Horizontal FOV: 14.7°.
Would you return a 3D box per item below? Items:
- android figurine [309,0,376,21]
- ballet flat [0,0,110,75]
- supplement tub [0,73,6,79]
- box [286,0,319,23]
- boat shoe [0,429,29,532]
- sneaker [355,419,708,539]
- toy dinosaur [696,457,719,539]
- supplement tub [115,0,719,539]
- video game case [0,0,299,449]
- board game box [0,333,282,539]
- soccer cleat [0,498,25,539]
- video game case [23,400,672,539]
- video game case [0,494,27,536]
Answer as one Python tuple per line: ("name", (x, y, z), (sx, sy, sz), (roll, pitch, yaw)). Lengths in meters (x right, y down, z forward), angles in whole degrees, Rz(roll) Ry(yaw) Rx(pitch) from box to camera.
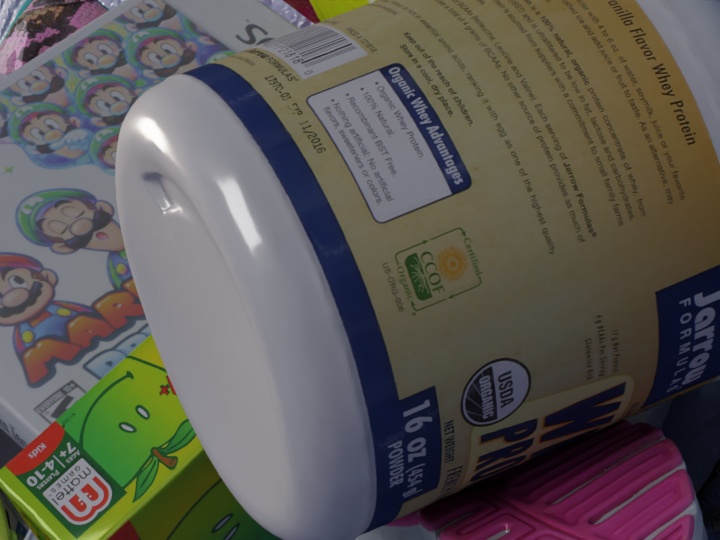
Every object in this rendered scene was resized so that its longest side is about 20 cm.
("android figurine", (0.042, -0.080, 1.013), (0.041, 0.183, 0.200), (-39, 40, -13))
("ballet flat", (-0.164, -0.033, 1.260), (0.071, 0.069, 0.201), (32, 88, 28))
("supplement tub", (-0.202, 0.009, 1.161), (0.144, 0.144, 0.201), (26, 97, 47))
("box", (0.006, -0.205, 1.166), (0.095, 0.100, 0.201), (-22, 52, 31))
("boat shoe", (-0.062, 0.109, 1.053), (0.199, 0.068, 0.072), (30, 67, 32))
("sneaker", (0.052, 0.099, 0.868), (0.081, 0.089, 0.200), (-22, 10, -18))
("toy dinosaur", (0.100, 0.104, 0.903), (0.199, 0.105, 0.183), (-24, 48, 33))
("supplement tub", (0.041, -0.017, 0.833), (0.199, 0.145, 0.145), (-22, 41, -17))
("video game case", (-0.080, -0.023, 1.035), (0.200, 0.024, 0.182), (-36, 52, -23))
("board game box", (-0.022, 0.038, 0.948), (0.200, 0.102, 0.048), (-43, 60, -13))
("soccer cleat", (-0.167, 0.173, 1.056), (0.065, 0.083, 0.202), (-127, 43, -61))
("video game case", (-0.004, 0.068, 0.999), (0.199, 0.023, 0.183), (16, 65, 22))
("video game case", (-0.214, 0.127, 1.235), (0.199, 0.018, 0.144), (-6, 62, 40))
